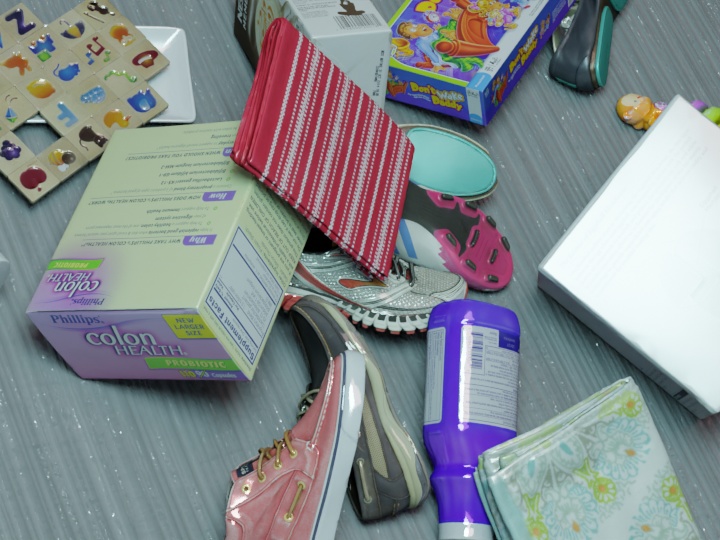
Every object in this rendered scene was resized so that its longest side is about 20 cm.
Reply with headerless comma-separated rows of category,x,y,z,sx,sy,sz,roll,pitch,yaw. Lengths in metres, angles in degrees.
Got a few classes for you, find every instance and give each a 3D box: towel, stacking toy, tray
towel,0.197,0.210,1.454,0.170,0.048,0.202,-26,97,-25
stacking toy,0.335,-0.122,1.706,0.199,0.110,0.116,34,46,23
tray,-0.254,-0.176,1.603,0.198,0.022,0.108,-1,61,-16
towel,-0.027,-0.099,1.451,0.200,0.022,0.146,40,52,-41

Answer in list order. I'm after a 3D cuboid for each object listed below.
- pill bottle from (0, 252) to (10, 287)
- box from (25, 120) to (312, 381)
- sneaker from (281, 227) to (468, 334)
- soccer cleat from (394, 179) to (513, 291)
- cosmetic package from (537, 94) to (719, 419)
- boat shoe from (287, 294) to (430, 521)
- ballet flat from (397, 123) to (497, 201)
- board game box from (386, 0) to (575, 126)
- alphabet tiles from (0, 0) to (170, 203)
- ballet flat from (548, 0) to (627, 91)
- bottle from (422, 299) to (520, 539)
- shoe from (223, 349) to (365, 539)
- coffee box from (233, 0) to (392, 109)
pill bottle,-0.380,-0.050,1.442,0.200,0.111,0.111,44,59,11
box,-0.149,-0.017,1.446,0.174,0.097,0.201,-2,50,30
sneaker,0.000,0.000,1.523,0.198,0.083,0.078,10,24,-12
soccer cleat,0.049,-0.040,1.589,0.199,0.086,0.070,32,60,-24
cosmetic package,0.293,-0.009,1.560,0.200,0.123,0.200,40,87,8
boat shoe,-0.015,0.116,1.460,0.073,0.075,0.201,-26,81,-19
ballet flat,0.029,-0.105,1.617,0.198,0.062,0.068,11,86,-11
board game box,0.107,-0.235,1.695,0.133,0.045,0.201,18,53,26
alphabet tiles,-0.276,-0.170,1.577,0.167,0.008,0.200,44,59,11
ballet flat,0.231,-0.268,1.768,0.072,0.073,0.202,20,63,-3
bottle,0.093,0.129,1.480,0.083,0.065,0.202,13,73,-37
shoe,-0.056,0.156,1.396,0.090,0.071,0.202,12,97,-5
coffee box,-0.047,-0.216,1.590,0.079,0.115,0.201,-8,39,-20
